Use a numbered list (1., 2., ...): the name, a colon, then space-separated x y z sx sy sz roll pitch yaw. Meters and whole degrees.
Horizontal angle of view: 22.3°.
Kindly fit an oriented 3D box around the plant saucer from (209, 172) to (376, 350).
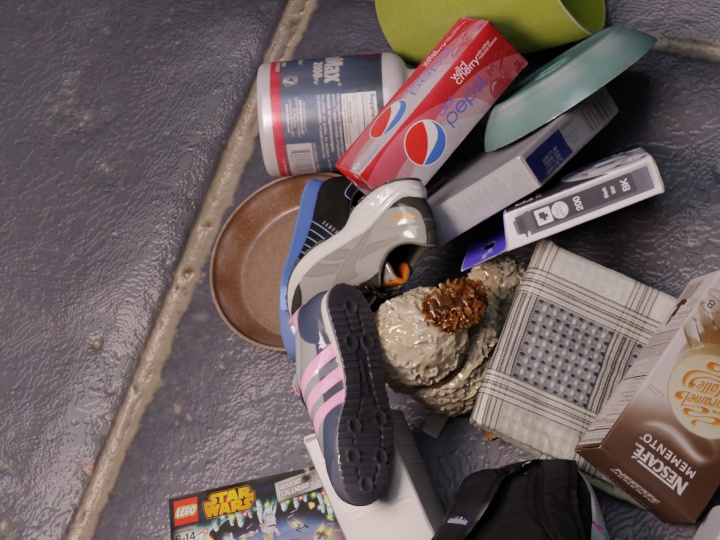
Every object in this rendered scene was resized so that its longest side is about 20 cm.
1. plant saucer: -0.058 -0.005 1.889 0.199 0.037 0.201 -8 64 16

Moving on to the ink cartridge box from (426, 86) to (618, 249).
1. ink cartridge box: 0.131 -0.091 1.763 0.200 0.200 0.041 -28 99 39

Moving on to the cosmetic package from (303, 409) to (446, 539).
1. cosmetic package: 0.032 0.232 1.678 0.090 0.107 0.201 -22 78 9

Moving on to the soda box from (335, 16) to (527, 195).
1. soda box: 0.069 -0.153 1.788 0.200 0.063 0.070 -51 24 -6

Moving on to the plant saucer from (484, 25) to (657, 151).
1. plant saucer: 0.197 -0.186 1.793 0.200 0.200 0.036 -33 97 4

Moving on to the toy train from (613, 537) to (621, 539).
1. toy train: 0.221 0.339 1.598 0.055 0.150 0.201 24 82 -8

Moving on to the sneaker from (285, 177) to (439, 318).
1. sneaker: 0.000 0.000 1.705 0.200 0.074 0.080 -46 58 35

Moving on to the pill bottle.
1. pill bottle: -0.002 -0.163 1.885 0.199 0.120 0.120 -5 64 3

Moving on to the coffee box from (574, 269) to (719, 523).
1. coffee box: 0.300 0.115 1.643 0.114 0.080 0.200 37 78 -5

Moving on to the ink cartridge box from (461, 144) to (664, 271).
1. ink cartridge box: 0.184 -0.063 1.736 0.199 0.198 0.044 -22 95 7

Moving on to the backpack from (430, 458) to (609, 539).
1. backpack: 0.145 0.251 1.592 0.166 0.127 0.200 -3 25 9

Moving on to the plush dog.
1. plush dog: 0.065 0.074 1.710 0.199 0.172 0.161 -27 61 26

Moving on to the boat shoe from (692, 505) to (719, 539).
1. boat shoe: 0.300 0.307 1.595 0.070 0.071 0.201 25 90 -8

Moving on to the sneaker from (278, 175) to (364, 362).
1. sneaker: -0.027 -0.005 1.818 0.078 0.070 0.201 -2 66 25

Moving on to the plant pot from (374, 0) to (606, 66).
1. plant pot: 0.123 -0.291 1.888 0.199 0.187 0.188 -23 60 26

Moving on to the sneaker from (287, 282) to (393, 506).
1. sneaker: -0.022 0.118 1.633 0.082 0.070 0.201 -25 62 44

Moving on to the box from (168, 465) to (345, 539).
1. box: -0.086 0.270 1.772 0.199 0.040 0.137 -14 62 14

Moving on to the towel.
1. towel: 0.219 0.095 1.683 0.199 0.035 0.193 26 74 -10
